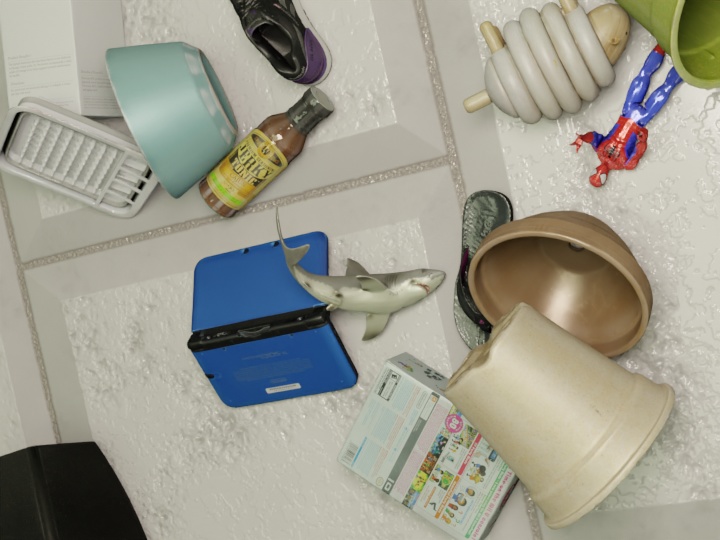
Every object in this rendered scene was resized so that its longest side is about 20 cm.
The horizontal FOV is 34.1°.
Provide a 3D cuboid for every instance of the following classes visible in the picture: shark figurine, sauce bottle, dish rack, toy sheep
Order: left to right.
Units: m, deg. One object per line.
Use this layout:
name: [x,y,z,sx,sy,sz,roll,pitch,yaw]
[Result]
dish rack: [-0.358,-0.149,1.497,0.200,0.044,0.172,22,150,-18]
sauce bottle: [-0.116,-0.149,1.456,0.200,0.065,0.065,-43,79,22]
shark figurine: [-0.022,0.004,1.413,0.214,0.090,0.128,16,130,-22]
toy sheep: [0.201,-0.228,1.277,0.200,0.138,0.138,-27,85,19]

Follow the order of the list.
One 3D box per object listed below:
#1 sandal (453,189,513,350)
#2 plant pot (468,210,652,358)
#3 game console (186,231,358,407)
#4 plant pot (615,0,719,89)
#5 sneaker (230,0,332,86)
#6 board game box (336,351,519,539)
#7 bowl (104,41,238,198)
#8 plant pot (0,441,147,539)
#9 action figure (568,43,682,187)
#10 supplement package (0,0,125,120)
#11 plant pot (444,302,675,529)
sandal: [0.140,0.007,1.372,0.075,0.048,0.201,0,95,23]
plant pot: [0.226,0.001,1.289,0.201,0.093,0.201,16,141,14]
game console: [-0.109,0.066,1.502,0.200,0.118,0.171,-12,122,24]
plant pot: [0.323,-0.316,1.181,0.190,0.200,0.200,47,113,39]
sneaker: [-0.115,-0.314,1.423,0.076,0.088,0.200,-42,79,22]
board game box: [0.093,0.214,1.408,0.200,0.064,0.148,32,108,18]
bowl: [-0.221,-0.200,1.443,0.105,0.201,0.201,-24,86,3]
plant pot: [-0.430,0.333,1.584,0.200,0.200,0.177,-19,78,24]
action figure: [0.295,-0.176,1.262,0.065,0.099,0.200,33,110,18]
supplement package: [-0.384,-0.295,1.525,0.117,0.117,0.200,-2,96,24]
plant pot: [0.200,0.140,1.259,0.183,0.200,0.200,41,110,1]
